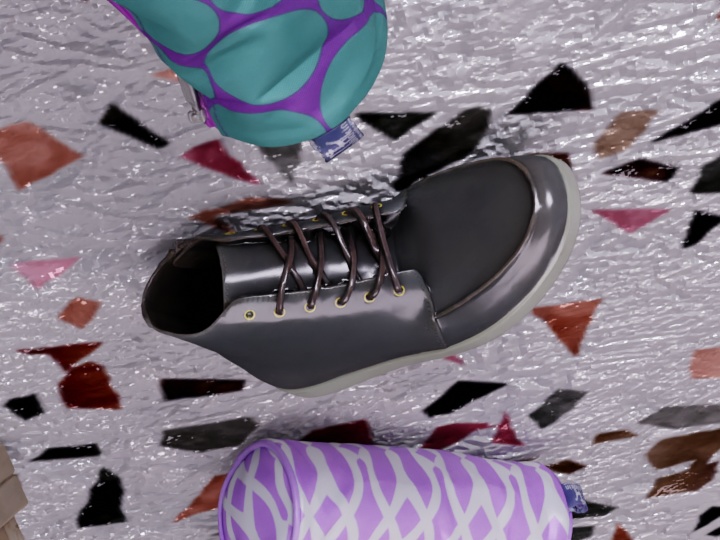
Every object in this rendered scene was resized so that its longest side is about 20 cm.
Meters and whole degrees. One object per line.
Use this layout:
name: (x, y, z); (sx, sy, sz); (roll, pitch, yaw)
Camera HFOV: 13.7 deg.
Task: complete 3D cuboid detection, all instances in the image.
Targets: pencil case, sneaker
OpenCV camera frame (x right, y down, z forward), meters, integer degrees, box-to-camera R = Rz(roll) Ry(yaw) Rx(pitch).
pencil case: (-0.065, -0.114, 1.107); (0.092, 0.085, 0.200); (-44, 145, 5)
sneaker: (0.000, 0.000, 1.354); (0.200, 0.075, 0.106); (-30, 149, 33)
pencil case: (0.021, 0.139, 1.613); (0.200, 0.086, 0.084); (7, 145, -31)

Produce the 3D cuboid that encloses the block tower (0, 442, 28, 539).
block tower: (-0.268, 0.151, 1.532); (0.200, 0.054, 0.058); (-21, -174, 18)
